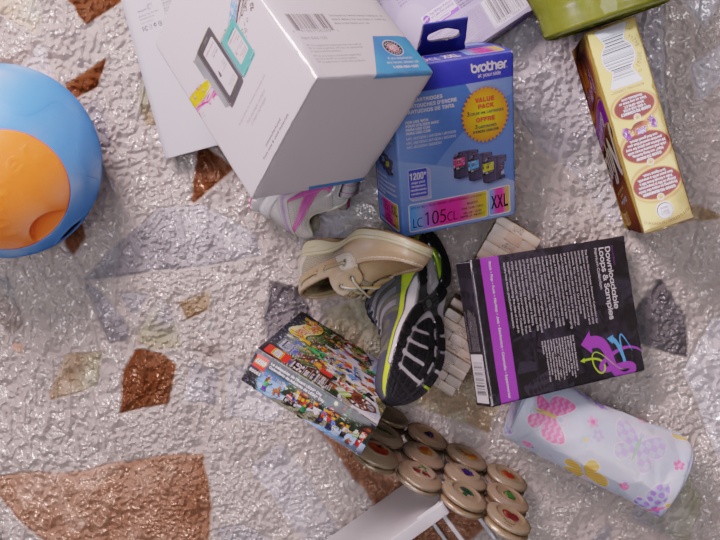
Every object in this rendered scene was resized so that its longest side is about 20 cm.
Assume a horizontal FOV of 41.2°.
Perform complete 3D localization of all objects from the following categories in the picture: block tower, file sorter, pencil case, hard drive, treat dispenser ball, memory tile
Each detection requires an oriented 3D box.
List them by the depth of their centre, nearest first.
[{"bbox_3d":[0.088,0.206,1.008,0.197,0.153,0.017,26,104,3],"label":"memory tile"},{"bbox_3d":[0.250,0.177,1.018,0.198,0.084,0.091,28,57,5],"label":"pencil case"},{"bbox_3d":[-0.376,-0.116,1.020,0.197,0.201,0.205,1,95,8],"label":"treat dispenser ball"},{"bbox_3d":[0.045,0.328,1.034,0.199,0.139,0.125,-37,93,9],"label":"file sorter"},{"bbox_3d":[0.124,0.040,1.037,0.057,0.054,0.202,30,99,5],"label":"block tower"},{"bbox_3d":[-0.185,-0.235,1.039,0.130,0.026,0.204,-9,101,29],"label":"hard drive"}]

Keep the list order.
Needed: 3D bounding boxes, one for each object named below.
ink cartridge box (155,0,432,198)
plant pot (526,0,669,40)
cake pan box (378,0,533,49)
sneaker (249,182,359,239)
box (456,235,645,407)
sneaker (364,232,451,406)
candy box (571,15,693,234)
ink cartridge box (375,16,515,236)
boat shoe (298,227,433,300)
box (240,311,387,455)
[{"bbox_3d":[-0.067,-0.197,0.885,0.201,0.145,0.147,56,134,22],"label":"ink cartridge box"},{"bbox_3d":[0.215,-0.334,0.923,0.197,0.200,0.196,-16,97,9],"label":"plant pot"},{"bbox_3d":[0.065,-0.303,1.016,0.198,0.052,0.186,-34,92,10],"label":"cake pan box"},{"bbox_3d":[-0.030,-0.115,1.031,0.088,0.082,0.200,41,116,-4],"label":"sneaker"},{"bbox_3d":[0.198,0.049,0.982,0.197,0.036,0.146,-8,89,-24],"label":"box"},{"bbox_3d":[0.043,0.055,1.005,0.080,0.202,0.074,-22,130,39],"label":"sneaker"},{"bbox_3d":[0.272,-0.142,0.968,0.056,0.117,0.203,-18,92,8],"label":"candy box"},{"bbox_3d":[0.082,-0.150,0.965,0.134,0.076,0.204,-12,111,-18],"label":"ink cartridge box"},{"bbox_3d":[0.000,0.000,0.991,0.071,0.198,0.066,23,74,-35],"label":"boat shoe"},{"bbox_3d":[-0.034,0.110,0.991,0.135,0.200,0.038,32,101,3],"label":"box"}]
